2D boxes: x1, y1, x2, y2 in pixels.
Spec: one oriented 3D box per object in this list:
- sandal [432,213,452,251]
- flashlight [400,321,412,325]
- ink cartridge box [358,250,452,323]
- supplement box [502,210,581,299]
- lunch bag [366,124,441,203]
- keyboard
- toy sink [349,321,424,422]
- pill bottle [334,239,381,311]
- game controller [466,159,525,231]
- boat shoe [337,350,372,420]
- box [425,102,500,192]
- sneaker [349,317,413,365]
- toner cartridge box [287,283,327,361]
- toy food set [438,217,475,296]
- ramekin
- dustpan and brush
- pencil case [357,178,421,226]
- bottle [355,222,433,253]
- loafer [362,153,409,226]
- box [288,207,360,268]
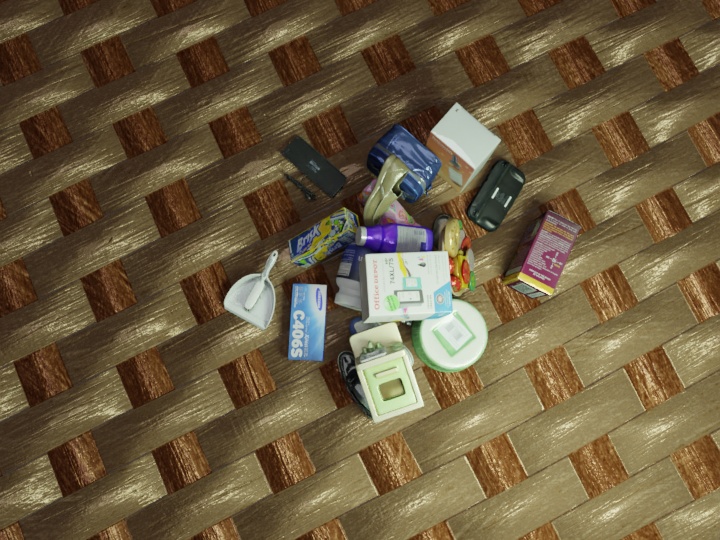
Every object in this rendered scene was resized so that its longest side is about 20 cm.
[{"bbox_3d":[0.226,-0.061,1.413,0.081,0.055,0.203,9,82,1],"label":"sandal"},{"bbox_3d":[0.128,0.039,1.396,0.067,0.068,0.203,19,86,-24],"label":"flashlight"},{"bbox_3d":[0.102,0.042,1.245,0.197,0.146,0.149,-3,80,-7],"label":"ink cartridge box"},{"bbox_3d":[0.477,-0.038,1.374,0.102,0.131,0.202,26,83,2],"label":"supplement box"},{"bbox_3d":[0.116,-0.274,1.403,0.200,0.136,0.133,41,84,4],"label":"lunch bag"},{"bbox_3d":[-0.145,-0.276,1.461,0.200,0.021,0.127,41,78,6],"label":"keyboard"},{"bbox_3d":[0.060,0.243,1.259,0.129,0.112,0.203,-18,92,0],"label":"toy sink"},{"bbox_3d":[0.000,0.000,1.373,0.114,0.116,0.203,15,83,2],"label":"pill bottle"},{"bbox_3d":[0.381,-0.210,1.450,0.104,0.042,0.201,34,83,-10],"label":"game controller"},{"bbox_3d":[0.001,0.301,1.353,0.074,0.066,0.201,-24,83,-4],"label":"boat shoe"},{"bbox_3d":[0.260,-0.319,1.378,0.152,0.200,0.107,42,84,6],"label":"box"},{"bbox_3d":[0.058,0.187,1.360,0.199,0.088,0.076,33,85,6],"label":"sneaker"},{"bbox_3d":[-0.140,0.139,1.388,0.094,0.043,0.203,2,82,-1],"label":"toner cartridge box"},{"bbox_3d":[0.253,-0.035,1.350,0.048,0.197,0.203,-6,84,27],"label":"toy food set"},{"bbox_3d":[0.236,0.167,1.358,0.197,0.098,0.203,0,82,0],"label":"ramekin"},{"bbox_3d":[-0.271,0.040,1.393,0.138,0.057,0.202,27,82,4],"label":"dustpan and brush"},{"bbox_3d":[0.082,-0.154,1.413,0.087,0.087,0.200,-42,84,-6],"label":"pencil case"},{"bbox_3d":[0.086,-0.077,1.311,0.197,0.065,0.085,4,90,-21],"label":"bottle"},{"bbox_3d":[0.064,-0.193,1.320,0.067,0.076,0.202,28,117,15],"label":"loafer"},{"bbox_3d":[-0.095,-0.082,1.358,0.198,0.064,0.071,-27,60,26],"label":"box"}]
